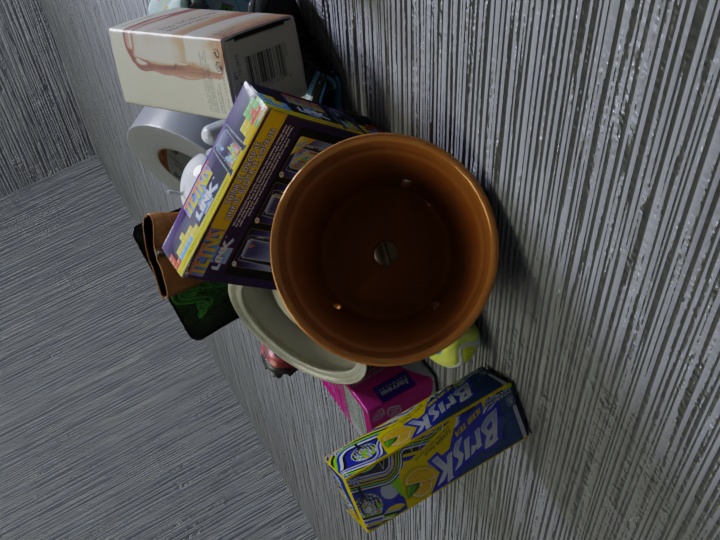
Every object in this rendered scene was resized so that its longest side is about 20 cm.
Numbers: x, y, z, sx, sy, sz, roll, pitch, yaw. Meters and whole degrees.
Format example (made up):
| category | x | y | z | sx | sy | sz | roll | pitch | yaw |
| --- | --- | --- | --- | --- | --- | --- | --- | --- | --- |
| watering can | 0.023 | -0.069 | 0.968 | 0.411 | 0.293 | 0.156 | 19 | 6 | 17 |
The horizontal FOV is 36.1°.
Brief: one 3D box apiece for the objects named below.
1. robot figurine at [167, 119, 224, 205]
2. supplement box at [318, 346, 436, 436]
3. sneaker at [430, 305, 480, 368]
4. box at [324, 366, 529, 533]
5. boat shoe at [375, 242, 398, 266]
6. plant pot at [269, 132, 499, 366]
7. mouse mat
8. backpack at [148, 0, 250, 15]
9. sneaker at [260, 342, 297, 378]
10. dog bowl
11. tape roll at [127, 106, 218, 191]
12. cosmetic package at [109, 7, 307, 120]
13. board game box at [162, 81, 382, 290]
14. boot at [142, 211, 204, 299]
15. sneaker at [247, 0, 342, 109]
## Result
| category | x | y | z | sx | sy | sz | roll | pitch | yaw |
| --- | --- | --- | --- | --- | --- | --- | --- | --- | --- |
| robot figurine | -0.132 | -0.106 | 1.332 | 0.113 | 0.199 | 0.171 | 29 | 142 | 63 |
| supplement box | 0.009 | 0.127 | 1.436 | 0.200 | 0.101 | 0.104 | 50 | 160 | 40 |
| sneaker | 0.041 | 0.023 | 1.163 | 0.200 | 0.076 | 0.105 | 31 | 172 | 46 |
| box | 0.069 | 0.180 | 1.128 | 0.064 | 0.199 | 0.071 | 26 | 142 | 64 |
| boat shoe | -0.006 | -0.074 | 1.203 | 0.202 | 0.074 | 0.075 | 50 | 160 | 43 |
| plant pot | 0.022 | -0.018 | 1.017 | 0.201 | 0.199 | 0.140 | 63 | -179 | 1 |
| mouse mat | -0.193 | -0.010 | 1.418 | 0.008 | 0.200 | 0.162 | -29 | 92 | 36 |
| backpack | -0.174 | -0.289 | 1.316 | 0.201 | 0.126 | 0.167 | 64 | 162 | -14 |
| sneaker | -0.087 | 0.055 | 1.544 | 0.070 | 0.201 | 0.098 | 19 | 139 | 4 |
| dog bowl | -0.058 | 0.045 | 1.325 | 0.199 | 0.074 | 0.201 | 27 | 150 | 17 |
| tape roll | -0.216 | -0.158 | 1.504 | 0.199 | 0.067 | 0.201 | 24 | 158 | 10 |
| cosmetic package | -0.162 | -0.220 | 1.159 | 0.199 | 0.103 | 0.088 | 14 | 124 | 42 |
| board game box | -0.086 | -0.077 | 1.123 | 0.057 | 0.164 | 0.201 | 51 | 118 | 40 |
| boot | -0.165 | 0.003 | 1.385 | 0.068 | 0.199 | 0.190 | -12 | 93 | 42 |
| sneaker | -0.058 | -0.220 | 1.188 | 0.081 | 0.073 | 0.202 | -2 | 113 | 43 |
